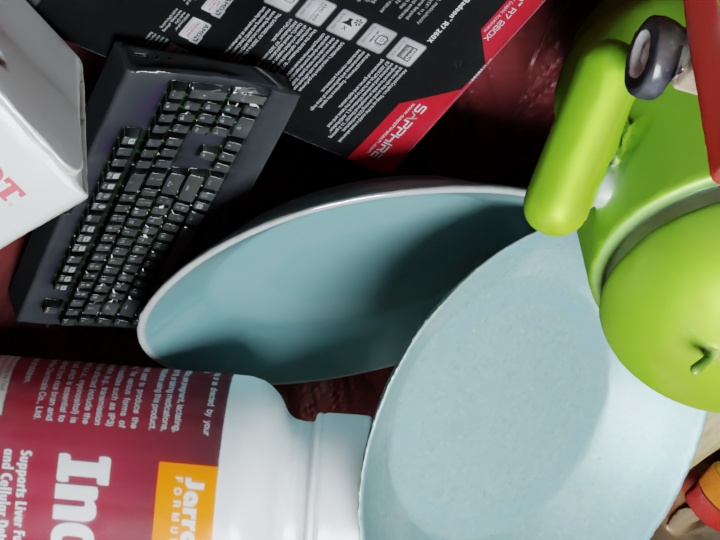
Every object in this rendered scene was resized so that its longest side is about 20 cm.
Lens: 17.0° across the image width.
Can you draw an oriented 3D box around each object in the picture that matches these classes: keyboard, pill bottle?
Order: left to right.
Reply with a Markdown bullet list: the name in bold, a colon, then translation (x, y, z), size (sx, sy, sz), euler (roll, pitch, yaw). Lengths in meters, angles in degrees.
- **keyboard**: translation (-0.110, -0.029, 0.973), size (0.126, 0.021, 0.200), euler (8, 147, -17)
- **pill bottle**: translation (-0.096, 0.098, 1.049), size (0.198, 0.113, 0.113), euler (4, 136, 1)

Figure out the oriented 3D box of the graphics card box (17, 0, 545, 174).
- **graphics card box**: translation (-0.034, -0.122, 0.913), size (0.199, 0.051, 0.126), euler (20, 129, -33)

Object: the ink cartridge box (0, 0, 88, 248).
- **ink cartridge box**: translation (-0.215, -0.050, 0.854), size (0.199, 0.084, 0.145), euler (-29, 128, 18)

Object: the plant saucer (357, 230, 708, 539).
- **plant saucer**: translation (0.069, 0.065, 1.042), size (0.200, 0.039, 0.202), euler (-18, 121, -31)

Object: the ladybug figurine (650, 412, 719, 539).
- **ladybug figurine**: translation (0.190, 0.083, 1.163), size (0.135, 0.072, 0.200), euler (31, 130, -26)

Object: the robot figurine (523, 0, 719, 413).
- **robot figurine**: translation (0.140, -0.031, 0.943), size (0.175, 0.201, 0.116), euler (16, 138, -29)

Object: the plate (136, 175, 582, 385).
- **plate**: translation (0.000, 0.000, 1.036), size (0.199, 0.026, 0.200), euler (-11, 157, -5)

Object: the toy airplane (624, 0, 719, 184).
- **toy airplane**: translation (0.162, -0.152, 0.827), size (0.199, 0.200, 0.141), euler (-33, -175, -16)
